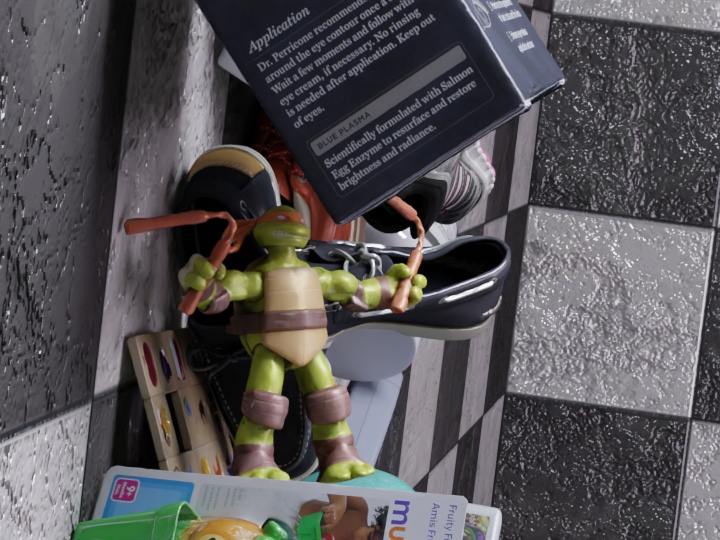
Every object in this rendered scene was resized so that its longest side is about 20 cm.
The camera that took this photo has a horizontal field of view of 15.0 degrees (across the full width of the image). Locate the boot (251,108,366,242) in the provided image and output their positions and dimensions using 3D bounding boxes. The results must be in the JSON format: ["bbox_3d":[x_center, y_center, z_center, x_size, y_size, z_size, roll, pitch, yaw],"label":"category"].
[{"bbox_3d":[-0.035,-0.080,1.700,0.107,0.074,0.202,0,92,-69],"label":"boot"}]

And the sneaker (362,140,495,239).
[{"bbox_3d":[0.031,-0.059,1.691,0.088,0.074,0.200,-50,170,-8],"label":"sneaker"}]

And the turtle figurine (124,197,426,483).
[{"bbox_3d":[-0.047,0.034,1.463,0.199,0.064,0.163,0,84,-41],"label":"turtle figurine"}]

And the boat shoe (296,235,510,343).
[{"bbox_3d":[0.000,0.000,1.626,0.063,0.199,0.073,-58,-140,42],"label":"boat shoe"}]

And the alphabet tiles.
[{"bbox_3d":[-0.084,0.131,1.518,0.167,0.007,0.202,-3,79,-81],"label":"alphabet tiles"}]

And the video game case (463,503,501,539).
[{"bbox_3d":[-0.017,0.222,1.696,0.023,0.180,0.201,91,10,-56],"label":"video game case"}]

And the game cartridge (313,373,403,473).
[{"bbox_3d":[-0.019,0.148,1.860,0.200,0.041,0.134,-69,179,-57],"label":"game cartridge"}]

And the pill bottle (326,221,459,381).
[{"bbox_3d":[0.010,-0.030,1.885,0.114,0.113,0.201,87,14,-49],"label":"pill bottle"}]

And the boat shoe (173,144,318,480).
[{"bbox_3d":[-0.065,0.031,1.538,0.062,0.074,0.202,-53,136,-63],"label":"boat shoe"}]

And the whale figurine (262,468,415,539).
[{"bbox_3d":[0.031,0.192,1.630,0.104,0.199,0.159,-61,178,34],"label":"whale figurine"}]

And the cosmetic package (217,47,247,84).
[{"bbox_3d":[-0.007,-0.166,1.642,0.071,0.101,0.200,-52,-170,33],"label":"cosmetic package"}]

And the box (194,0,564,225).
[{"bbox_3d":[-0.002,-0.143,1.393,0.201,0.117,0.197,58,12,-1],"label":"box"}]

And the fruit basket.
[{"bbox_3d":[-0.057,0.188,1.357,0.094,0.198,0.187,50,46,-58],"label":"fruit basket"}]

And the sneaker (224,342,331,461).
[{"bbox_3d":[-0.064,0.073,1.682,0.200,0.070,0.100,-99,-146,-76],"label":"sneaker"}]
